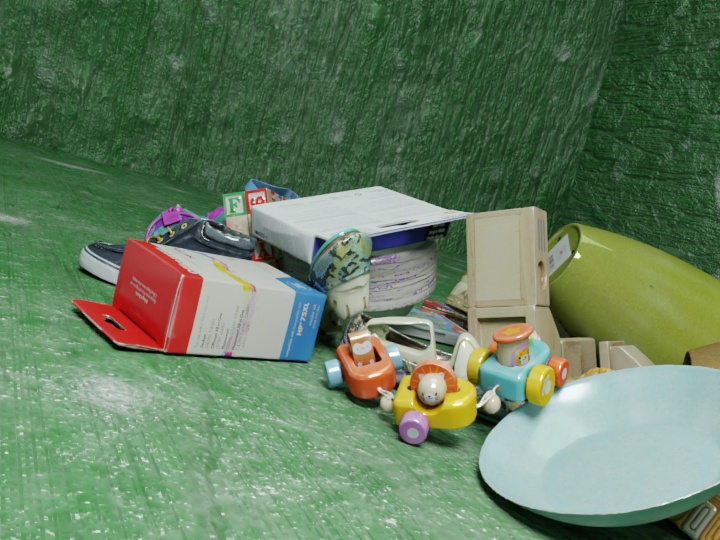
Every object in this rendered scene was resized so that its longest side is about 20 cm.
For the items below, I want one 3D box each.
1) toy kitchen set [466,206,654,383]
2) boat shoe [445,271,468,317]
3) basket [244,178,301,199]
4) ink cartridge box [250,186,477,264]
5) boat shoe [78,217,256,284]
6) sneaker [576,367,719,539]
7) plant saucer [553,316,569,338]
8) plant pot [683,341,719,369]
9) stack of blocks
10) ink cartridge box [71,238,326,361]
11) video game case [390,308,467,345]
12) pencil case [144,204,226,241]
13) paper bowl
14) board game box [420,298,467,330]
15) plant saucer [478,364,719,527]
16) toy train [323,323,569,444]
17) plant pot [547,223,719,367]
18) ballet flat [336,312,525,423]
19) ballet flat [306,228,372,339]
[{"bbox_3d":[0.232,0.034,0.830,0.160,0.186,0.198,-4,-7,34],"label":"toy kitchen set"},{"bbox_3d":[0.213,0.083,1.096,0.199,0.063,0.073,40,-7,30],"label":"boat shoe"},{"bbox_3d":[-0.084,-0.064,1.187,0.201,0.139,0.176,49,16,14],"label":"basket"},{"bbox_3d":[0.001,-0.051,0.862,0.196,0.042,0.198,-12,21,-31],"label":"ink cartridge box"},{"bbox_3d":[-0.207,-0.020,0.815,0.195,0.093,0.071,17,6,8],"label":"boat shoe"},{"bbox_3d":[0.249,0.150,0.584,0.087,0.076,0.200,40,5,-34],"label":"sneaker"},{"bbox_3d":[0.272,0.070,1.034,0.199,0.034,0.203,37,33,-28],"label":"plant saucer"},{"bbox_3d":[0.459,0.144,0.816,0.194,0.192,0.186,2,2,16],"label":"plant pot"},{"bbox_3d":[-0.127,-0.039,1.010,0.057,0.119,0.200,-7,1,4],"label":"stack of blocks"},{"bbox_3d":[-0.143,0.026,0.678,0.197,0.069,0.115,11,9,-44],"label":"ink cartridge box"},{"bbox_3d":[0.053,0.067,1.061,0.195,0.018,0.143,14,6,-18],"label":"video game case"},{"bbox_3d":[-0.202,-0.035,0.956,0.082,0.095,0.200,-2,3,4],"label":"pencil case"},{"bbox_3d":[0.000,0.000,0.944,0.194,0.107,0.202,0,22,0],"label":"paper bowl"},{"bbox_3d":[0.194,0.088,1.226,0.195,0.020,0.103,17,8,7],"label":"board game box"},{"bbox_3d":[0.180,0.125,0.515,0.196,0.040,0.201,-18,9,3],"label":"plant saucer"},{"bbox_3d":[0.069,0.069,0.618,0.194,0.057,0.151,-12,24,-7],"label":"toy train"},{"bbox_3d":[0.322,0.035,0.953,0.197,0.190,0.187,31,2,-14],"label":"plant pot"},{"bbox_3d":[0.073,0.086,0.707,0.195,0.074,0.072,18,6,10],"label":"ballet flat"},{"bbox_3d":[-0.020,0.023,0.757,0.072,0.076,0.200,14,-20,-7],"label":"ballet flat"}]
